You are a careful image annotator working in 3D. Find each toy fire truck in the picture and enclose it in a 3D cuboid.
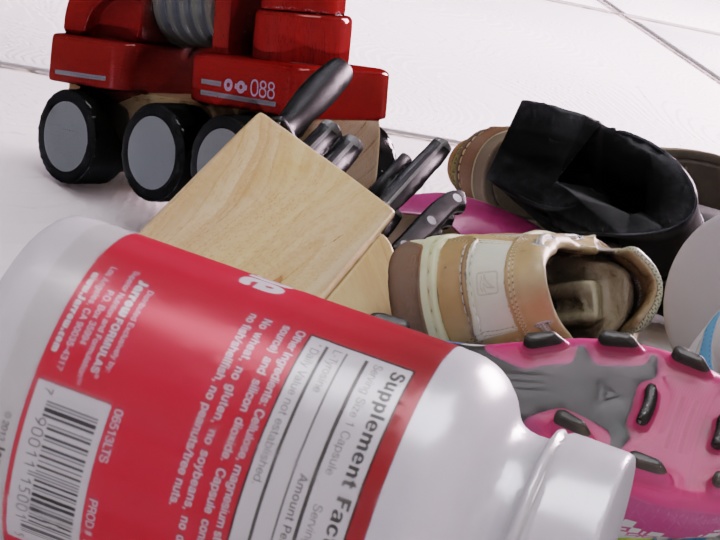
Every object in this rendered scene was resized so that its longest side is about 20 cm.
[{"bbox_3d":[-0.075,-0.133,1.109,0.176,0.201,0.128,13,10,44],"label":"toy fire truck"}]

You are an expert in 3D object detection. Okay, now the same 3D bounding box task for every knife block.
[{"bbox_3d":[-0.049,-0.016,0.924,0.199,0.064,0.176,5,48,-31],"label":"knife block"}]

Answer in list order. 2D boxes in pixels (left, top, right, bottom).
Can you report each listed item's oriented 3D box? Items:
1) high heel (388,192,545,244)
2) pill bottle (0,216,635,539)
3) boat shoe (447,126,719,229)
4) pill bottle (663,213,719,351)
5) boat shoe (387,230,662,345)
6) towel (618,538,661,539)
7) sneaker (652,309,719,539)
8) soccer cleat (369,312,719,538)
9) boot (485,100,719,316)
[{"bbox_3d":[0.000,0.000,1.014,0.199,0.068,0.096,8,9,-9],"label":"high heel"},{"bbox_3d":[-0.021,0.065,0.738,0.199,0.113,0.112,19,18,11],"label":"pill bottle"},{"bbox_3d":[0.143,-0.040,1.270,0.199,0.072,0.068,18,2,-21],"label":"boat shoe"},{"bbox_3d":[0.221,0.025,1.034,0.199,0.110,0.109,11,16,-47],"label":"pill bottle"},{"bbox_3d":[0.084,0.015,0.922,0.076,0.072,0.200,-12,-4,24],"label":"boat shoe"},{"bbox_3d":[0.117,0.077,0.974,0.143,0.023,0.200,8,19,-26],"label":"towel"},{"bbox_3d":[0.152,0.082,0.848,0.076,0.081,0.200,17,35,-19],"label":"sneaker"},{"bbox_3d":[0.054,0.065,0.831,0.199,0.087,0.070,11,46,7],"label":"soccer cleat"},{"bbox_3d":[0.155,-0.020,1.107,0.164,0.066,0.200,9,-13,15],"label":"boot"}]
